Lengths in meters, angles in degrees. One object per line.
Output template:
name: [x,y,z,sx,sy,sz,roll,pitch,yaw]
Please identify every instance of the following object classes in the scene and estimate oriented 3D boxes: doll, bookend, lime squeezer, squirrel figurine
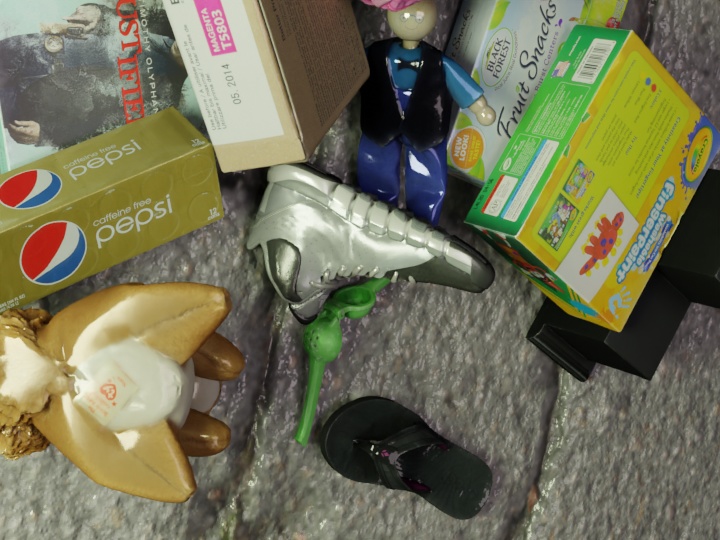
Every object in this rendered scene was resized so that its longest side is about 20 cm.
doll: [0.041,-0.124,1.147,0.049,0.134,0.203,-59,152,-66]
bookend: [0.282,0.014,1.282,0.092,0.199,0.200,36,78,-33]
lime squeezer: [-0.006,0.048,1.190,0.071,0.038,0.201,43,74,-32]
squirrel figurine: [-0.180,0.073,1.010,0.197,0.187,0.144,4,91,-2]

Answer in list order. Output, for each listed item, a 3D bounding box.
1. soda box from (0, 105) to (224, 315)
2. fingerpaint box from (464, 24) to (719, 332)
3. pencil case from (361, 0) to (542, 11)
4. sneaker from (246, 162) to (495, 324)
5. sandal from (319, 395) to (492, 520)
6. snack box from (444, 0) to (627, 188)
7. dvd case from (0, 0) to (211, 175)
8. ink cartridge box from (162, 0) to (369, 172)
soda box: [-0.198,-0.042,1.007,0.198,0.064,0.068,-26,134,-24]
fingerpaint box: [0.203,-0.078,1.225,0.166,0.073,0.202,36,80,-38]
pencil case: [0.074,-0.246,1.090,0.198,0.090,0.095,-14,101,-35]
sneaker: [0.000,0.000,1.126,0.117,0.198,0.075,-64,169,6]
sandal: [0.050,0.164,1.244,0.199,0.048,0.076,26,84,-36]
snack box: [0.139,-0.169,1.236,0.141,0.053,0.203,19,89,-34]
dvd case: [-0.176,-0.152,1.044,0.198,0.022,0.148,-15,107,-33]
ink cartridge box: [-0.071,-0.196,1.024,0.165,0.074,0.202,-57,135,-56]
